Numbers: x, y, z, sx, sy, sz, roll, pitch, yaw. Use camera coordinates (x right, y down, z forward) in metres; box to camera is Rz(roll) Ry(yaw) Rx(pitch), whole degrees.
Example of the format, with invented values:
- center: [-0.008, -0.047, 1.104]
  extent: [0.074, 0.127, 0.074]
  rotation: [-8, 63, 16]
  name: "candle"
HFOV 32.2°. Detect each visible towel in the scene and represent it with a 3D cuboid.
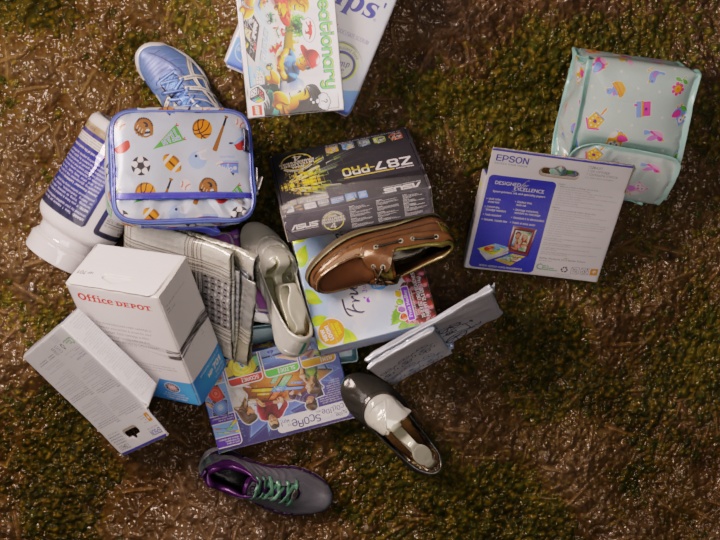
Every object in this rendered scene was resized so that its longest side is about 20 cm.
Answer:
- center: [-0.229, 0.028, 1.661]
  extent: [0.199, 0.035, 0.193]
  rotation: [18, 127, 14]
  name: "towel"

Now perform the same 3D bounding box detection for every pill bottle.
- center: [-0.356, -0.099, 1.662]
  extent: [0.115, 0.116, 0.200]
  rotation: [31, 94, -9]
  name: "pill bottle"

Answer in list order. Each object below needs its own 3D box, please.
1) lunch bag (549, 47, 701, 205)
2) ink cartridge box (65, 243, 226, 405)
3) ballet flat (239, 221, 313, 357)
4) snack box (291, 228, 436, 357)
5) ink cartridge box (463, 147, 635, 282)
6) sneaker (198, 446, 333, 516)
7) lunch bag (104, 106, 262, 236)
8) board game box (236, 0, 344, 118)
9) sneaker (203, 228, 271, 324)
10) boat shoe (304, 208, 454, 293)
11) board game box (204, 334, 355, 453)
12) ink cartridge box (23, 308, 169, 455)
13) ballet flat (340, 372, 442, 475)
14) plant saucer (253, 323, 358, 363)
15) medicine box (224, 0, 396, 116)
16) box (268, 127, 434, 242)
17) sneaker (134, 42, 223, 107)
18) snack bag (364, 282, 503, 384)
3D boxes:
- center: [0.358, -0.193, 1.713]
  extent: [0.169, 0.122, 0.201]
  rotation: [7, 107, -8]
  name: "lunch bag"
- center: [-0.278, 0.072, 1.637]
  extent: [0.146, 0.086, 0.201]
  rotation: [8, 134, 25]
  name: "ink cartridge box"
- center: [-0.104, 0.016, 1.669]
  extent: [0.069, 0.069, 0.201]
  rotation: [-18, 75, -2]
  name: "ballet flat"
- center: [0.000, 0.000, 1.702]
  extent: [0.168, 0.068, 0.201]
  rotation: [-13, 76, -3]
  name: "snack box"
- center: [0.255, -0.082, 1.715]
  extent: [0.197, 0.047, 0.201]
  rotation: [7, 124, -5]
  name: "ink cartridge box"
- center: [-0.134, 0.310, 1.754]
  extent: [0.199, 0.088, 0.075]
  rotation: [16, 96, -7]
  name: "sneaker"
- center: [-0.225, -0.125, 1.587]
  extent: [0.199, 0.076, 0.161]
  rotation: [-1, 86, -19]
  name: "lunch bag"
- center: [-0.092, -0.300, 1.595]
  extent: [0.126, 0.035, 0.201]
  rotation: [-6, 99, -4]
  name: "board game box"
- center: [-0.158, 0.006, 1.715]
  extent: [0.200, 0.073, 0.115]
  rotation: [17, 93, -3]
  name: "sneaker"
- center: [0.026, -0.016, 1.625]
  extent: [0.199, 0.068, 0.072]
  rotation: [-27, 143, -5]
  name: "boat shoe"
- center: [-0.119, 0.167, 1.746]
  extent: [0.199, 0.034, 0.136]
  rotation: [-14, 106, -2]
  name: "board game box"
- center: [-0.346, 0.153, 1.666]
  extent: [0.200, 0.199, 0.041]
  rotation: [48, 58, -9]
  name: "ink cartridge box"
- center: [0.053, 0.217, 1.745]
  extent: [0.068, 0.068, 0.200]
  rotation: [-47, 115, -6]
  name: "ballet flat"
- center: [-0.105, 0.105, 1.764]
  extent: [0.199, 0.019, 0.070]
  rotation: [-6, 99, -4]
  name: "plant saucer"
- center: [-0.063, -0.332, 1.662]
  extent: [0.181, 0.103, 0.201]
  rotation: [22, 96, -8]
  name: "medicine box"
- center: [-0.015, -0.116, 1.669]
  extent: [0.199, 0.162, 0.049]
  rotation: [-11, 128, -3]
  name: "box"
- center: [-0.225, -0.228, 1.676]
  extent: [0.076, 0.077, 0.200]
  rotation: [-43, 98, 3]
  name: "sneaker"
- center: [0.107, 0.092, 1.700]
  extent: [0.199, 0.189, 0.021]
  rotation: [-31, 73, 3]
  name: "snack bag"
